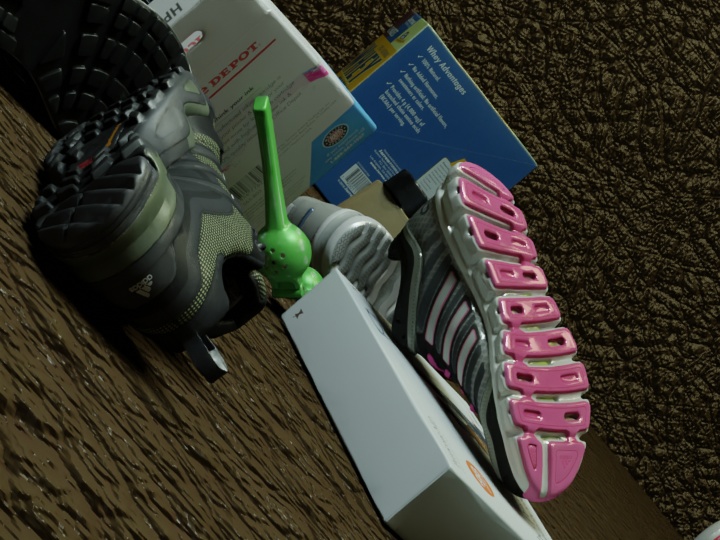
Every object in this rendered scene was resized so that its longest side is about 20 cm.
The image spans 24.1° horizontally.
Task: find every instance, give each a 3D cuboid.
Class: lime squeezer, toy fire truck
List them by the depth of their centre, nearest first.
[{"bbox_3d":[-0.042,-0.010,1.034,0.201,0.037,0.071,68,9,-48],"label":"lime squeezer"},{"bbox_3d":[0.072,0.028,1.466,0.177,0.128,0.201,54,-5,37],"label":"toy fire truck"}]

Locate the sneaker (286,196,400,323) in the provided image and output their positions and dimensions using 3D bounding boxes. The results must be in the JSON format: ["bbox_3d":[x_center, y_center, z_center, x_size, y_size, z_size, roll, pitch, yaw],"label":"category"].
[{"bbox_3d":[0.000,0.000,1.203,0.082,0.075,0.200,36,-13,31],"label":"sneaker"}]

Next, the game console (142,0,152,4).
[{"bbox_3d":[-0.182,-0.303,1.482,0.201,0.116,0.176,51,6,-5],"label":"game console"}]

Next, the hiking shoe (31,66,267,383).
[{"bbox_3d":[-0.085,-0.019,0.725,0.101,0.075,0.200,58,12,-18],"label":"hiking shoe"}]

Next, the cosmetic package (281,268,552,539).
[{"bbox_3d":[0.040,0.106,0.971,0.151,0.052,0.200,44,9,-36],"label":"cosmetic package"}]

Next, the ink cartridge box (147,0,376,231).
[{"bbox_3d":[-0.086,-0.111,1.010,0.068,0.115,0.200,53,6,31],"label":"ink cartridge box"}]

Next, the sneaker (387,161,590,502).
[{"bbox_3d":[0.067,0.043,0.973,0.073,0.087,0.202,4,62,-44],"label":"sneaker"}]

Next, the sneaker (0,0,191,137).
[{"bbox_3d":[-0.156,-0.132,0.820,0.200,0.076,0.088,46,1,-43],"label":"sneaker"}]

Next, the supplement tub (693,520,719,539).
[{"bbox_3d":[0.560,0.463,2.404,0.201,0.140,0.140,55,7,35],"label":"supplement tub"}]

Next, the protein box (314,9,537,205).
[{"bbox_3d":[0.049,-0.137,1.835,0.199,0.199,0.135,49,5,-15],"label":"protein box"}]
